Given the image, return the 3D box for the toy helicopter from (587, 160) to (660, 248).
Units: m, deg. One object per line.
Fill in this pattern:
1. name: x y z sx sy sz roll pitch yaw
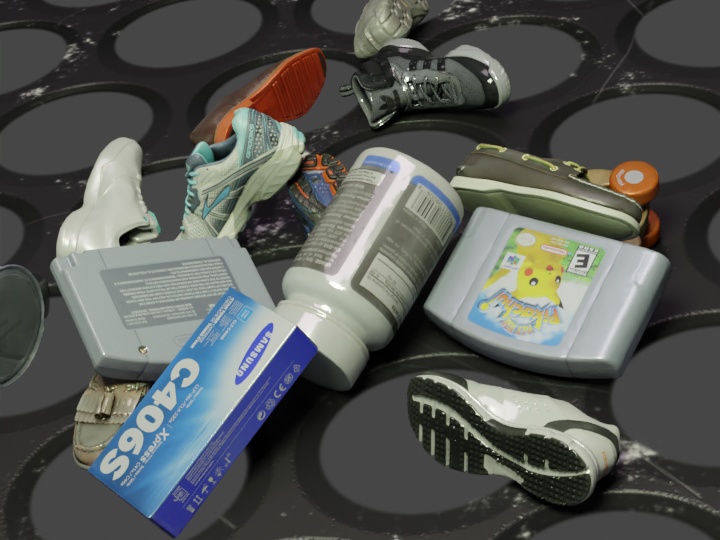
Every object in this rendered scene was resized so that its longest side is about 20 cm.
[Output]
1. toy helicopter: 0.196 -0.022 1.657 0.132 0.079 0.200 13 52 22

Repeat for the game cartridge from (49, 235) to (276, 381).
1. game cartridge: -0.171 0.035 1.608 0.199 0.041 0.134 -7 54 -38

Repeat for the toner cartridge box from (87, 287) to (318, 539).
1. toner cartridge box: -0.133 0.117 1.488 0.095 0.043 0.200 27 75 41

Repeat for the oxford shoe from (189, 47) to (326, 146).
1. oxford shoe: -0.114 -0.195 1.996 0.072 0.072 0.200 12 40 38

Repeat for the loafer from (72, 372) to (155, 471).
1. loafer: -0.212 0.096 1.597 0.071 0.063 0.200 4 36 19

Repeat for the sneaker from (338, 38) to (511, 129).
1. sneaker: 0.066 -0.196 1.947 0.114 0.076 0.199 -35 35 -31

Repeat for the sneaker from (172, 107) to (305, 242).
1. sneaker: -0.144 -0.083 1.749 0.200 0.086 0.078 -48 22 21

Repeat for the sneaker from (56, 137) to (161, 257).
1. sneaker: -0.247 -0.061 1.846 0.088 0.076 0.201 10 43 7

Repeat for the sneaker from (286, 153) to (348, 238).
1. sneaker: -0.013 -0.025 1.717 0.075 0.079 0.201 -18 52 -4

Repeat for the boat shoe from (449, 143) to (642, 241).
1. boat shoe: 0.174 -0.076 1.626 0.200 0.072 0.061 14 68 35

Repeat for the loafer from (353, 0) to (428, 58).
1. loafer: 0.033 -0.304 2.115 0.070 0.070 0.200 -37 9 25

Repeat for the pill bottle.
1. pill bottle: 0.000 0.000 1.590 0.113 0.114 0.201 17 66 35

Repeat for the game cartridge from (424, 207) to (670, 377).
1. game cartridge: 0.160 0.023 1.575 0.199 0.041 0.134 15 68 32

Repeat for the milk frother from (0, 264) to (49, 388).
1. milk frother: -0.402 -0.012 1.688 0.187 0.201 0.181 8 34 25

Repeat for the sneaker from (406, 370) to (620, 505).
1. sneaker: 0.125 0.133 1.461 0.199 0.074 0.080 23 32 34
